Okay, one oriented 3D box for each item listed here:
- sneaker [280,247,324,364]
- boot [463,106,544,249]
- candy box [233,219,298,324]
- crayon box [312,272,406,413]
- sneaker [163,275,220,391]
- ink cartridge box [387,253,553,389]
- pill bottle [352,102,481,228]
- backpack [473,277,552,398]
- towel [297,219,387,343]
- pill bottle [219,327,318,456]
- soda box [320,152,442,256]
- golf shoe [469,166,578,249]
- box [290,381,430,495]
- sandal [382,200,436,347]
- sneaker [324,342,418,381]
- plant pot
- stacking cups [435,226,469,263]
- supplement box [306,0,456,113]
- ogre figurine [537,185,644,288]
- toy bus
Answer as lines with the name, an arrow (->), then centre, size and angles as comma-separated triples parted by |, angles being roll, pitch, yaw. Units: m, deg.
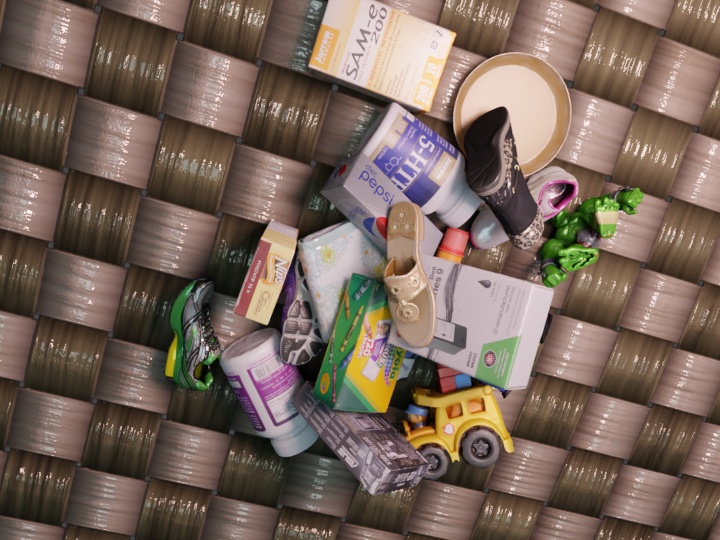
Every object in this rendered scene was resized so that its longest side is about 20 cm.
sneaker -> -0.094, 0.054, 1.004 | 0.080, 0.083, 0.201 | 14, 80, -27
boot -> 0.226, -0.145, 0.951 | 0.073, 0.204, 0.154 | -19, 128, 32
candy box -> -0.140, -0.004, 0.936 | 0.055, 0.200, 0.116 | 21, 100, -9
crayon box -> 0.014, 0.115, 0.948 | 0.119, 0.058, 0.201 | 17, 91, -45
sneaker -> -0.260, 0.103, 1.002 | 0.085, 0.078, 0.201 | 17, 110, 20
ink cartridge box -> 0.152, 0.068, 0.877 | 0.084, 0.200, 0.147 | 10, 96, -53
pill bottle -> 0.095, -0.159, 0.968 | 0.200, 0.120, 0.120 | 34, 98, -12
backpack -> 0.224, 0.085, 1.002 | 0.168, 0.200, 0.163 | 33, 103, 21
towel -> 0.000, 0.000, 0.986 | 0.200, 0.048, 0.172 | -25, 107, -34
pill bottle -> -0.146, 0.208, 1.031 | 0.112, 0.112, 0.201 | -24, 104, 0
soda box -> 0.037, -0.087, 0.944 | 0.200, 0.063, 0.068 | 42, 63, -28
golf shoe -> 0.271, -0.102, 1.015 | 0.200, 0.092, 0.075 | -37, 106, 5
box -> 0.003, 0.263, 0.979 | 0.200, 0.158, 0.050 | 41, 99, 29
sandal -> 0.054, 0.003, 0.861 | 0.077, 0.070, 0.213 | -9, 80, 36
sneaker -> 0.007, 0.153, 1.050 | 0.199, 0.081, 0.116 | 15, 100, -10
plant pot -> 0.248, -0.254, 1.010 | 0.199, 0.027, 0.201 | -2, 104, -7
stacking cups -> 0.134, 0.024, 1.044 | 0.060, 0.061, 0.201 | 16, 101, -9
supplement box -> 0.030, -0.336, 0.942 | 0.199, 0.074, 0.126 | 17, 100, -9
ogre figurine -> 0.367, -0.059, 1.020 | 0.098, 0.120, 0.201 | 23, 98, -6
toy bus -> 0.146, 0.248, 1.071 | 0.199, 0.136, 0.193 | -14, 91, 0
